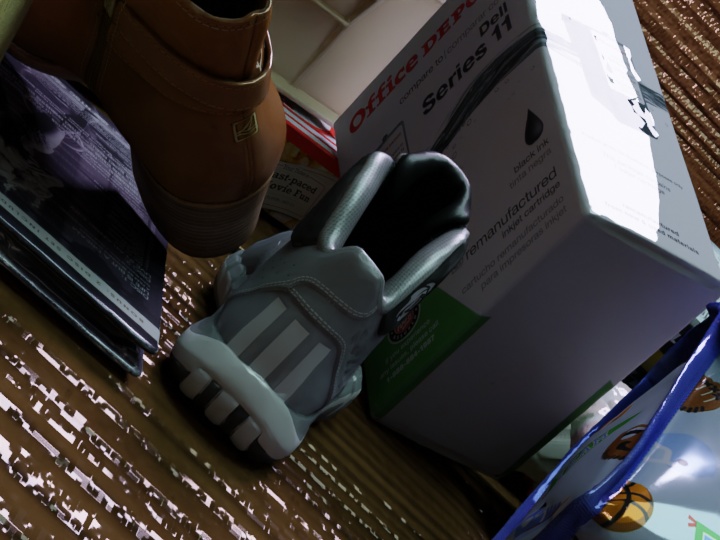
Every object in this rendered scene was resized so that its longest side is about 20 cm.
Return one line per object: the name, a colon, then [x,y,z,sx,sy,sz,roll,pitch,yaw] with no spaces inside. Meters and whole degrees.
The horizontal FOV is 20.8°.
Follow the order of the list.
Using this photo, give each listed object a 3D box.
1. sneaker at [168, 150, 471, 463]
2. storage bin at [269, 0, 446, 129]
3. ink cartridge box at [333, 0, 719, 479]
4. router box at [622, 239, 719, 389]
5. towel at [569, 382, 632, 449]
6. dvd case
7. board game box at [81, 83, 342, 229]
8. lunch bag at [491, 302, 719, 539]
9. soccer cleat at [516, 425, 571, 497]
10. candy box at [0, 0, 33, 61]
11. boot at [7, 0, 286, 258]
sneaker: [0.000,0.000,0.745,0.075,0.115,0.200,44,12,-6]
storage bin: [-0.075,-0.193,0.977,0.198,0.094,0.200,32,18,-48]
ink cartridge box: [0.067,-0.033,0.886,0.083,0.147,0.200,26,35,-28]
router box: [0.162,0.072,0.979,0.200,0.157,0.052,43,54,-7]
towel: [0.149,0.158,0.818,0.191,0.032,0.200,44,27,-12]
dvd case: [-0.129,-0.049,0.715,0.149,0.016,0.200,42,11,-16]
board game box: [-0.082,-0.101,0.984,0.200,0.046,0.152,35,16,-42]
lunch bag: [0.143,0.113,0.692,0.170,0.124,0.200,48,37,4]
soccer cleat: [0.124,0.095,0.942,0.200,0.078,0.069,45,12,2]
candy box: [-0.166,-0.091,0.573,0.115,0.055,0.200,29,15,-6]
boot: [-0.090,-0.113,0.702,0.200,0.077,0.155,62,-18,22]
